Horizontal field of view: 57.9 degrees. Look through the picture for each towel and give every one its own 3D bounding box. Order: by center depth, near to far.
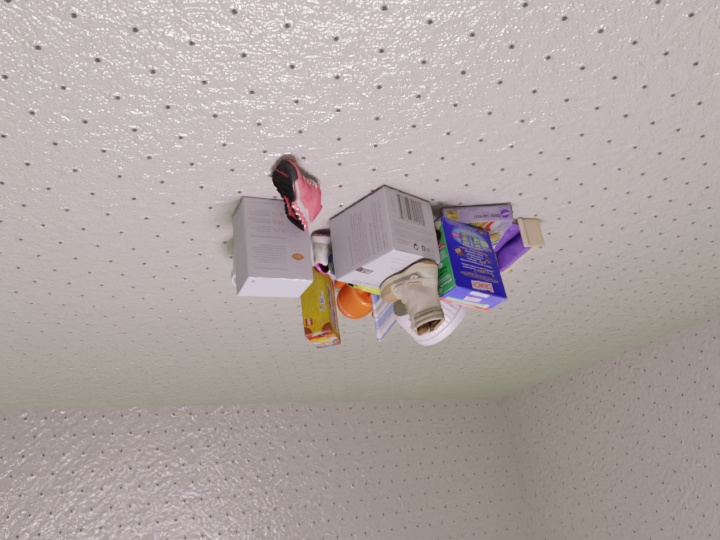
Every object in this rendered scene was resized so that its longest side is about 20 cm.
[{"bbox_3d":[0.076,0.098,1.927,0.024,0.147,0.200,16,136,28],"label":"towel"}]

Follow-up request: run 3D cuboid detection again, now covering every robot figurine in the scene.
[{"bbox_3d":[0.000,0.080,1.974,0.144,0.117,0.200,4,155,-26],"label":"robot figurine"}]

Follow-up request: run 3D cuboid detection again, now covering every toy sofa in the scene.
[{"bbox_3d":[0.414,-0.064,1.807,0.097,0.083,0.200,-1,157,-18],"label":"toy sofa"}]

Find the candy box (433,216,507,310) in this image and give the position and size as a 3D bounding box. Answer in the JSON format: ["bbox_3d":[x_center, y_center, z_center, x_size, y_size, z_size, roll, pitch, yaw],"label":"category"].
[{"bbox_3d":[0.251,-0.014,1.580,0.169,0.200,0.077,14,141,-32],"label":"candy box"}]

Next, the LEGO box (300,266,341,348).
[{"bbox_3d":[-0.119,0.108,1.894,0.077,0.200,0.149,-11,157,6],"label":"LEGO box"}]

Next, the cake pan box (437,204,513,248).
[{"bbox_3d":[0.283,-0.104,1.710,0.184,0.052,0.200,-1,158,-8],"label":"cake pan box"}]

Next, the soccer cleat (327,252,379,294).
[{"bbox_3d":[-0.007,0.024,1.655,0.065,0.084,0.200,-34,131,29],"label":"soccer cleat"}]

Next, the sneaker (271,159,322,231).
[{"bbox_3d":[-0.129,-0.176,1.400,0.087,0.074,0.200,-44,151,-21],"label":"sneaker"}]

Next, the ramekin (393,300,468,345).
[{"bbox_3d":[0.175,0.079,1.658,0.105,0.200,0.200,37,138,-21],"label":"ramekin"}]

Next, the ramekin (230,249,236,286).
[{"bbox_3d":[-0.231,-0.027,1.656,0.200,0.105,0.200,-7,158,-3],"label":"ramekin"}]

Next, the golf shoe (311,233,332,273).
[{"bbox_3d":[-0.089,-0.024,1.719,0.075,0.092,0.200,0,160,13],"label":"golf shoe"}]

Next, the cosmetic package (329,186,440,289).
[{"bbox_3d":[0.055,-0.071,1.562,0.165,0.165,0.200,13,150,-41],"label":"cosmetic package"}]

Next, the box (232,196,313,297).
[{"bbox_3d":[-0.202,-0.050,1.482,0.152,0.200,0.106,4,155,-24],"label":"box"}]

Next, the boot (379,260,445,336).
[{"bbox_3d":[0.119,0.081,1.529,0.072,0.155,0.200,6,154,-34],"label":"boot"}]
